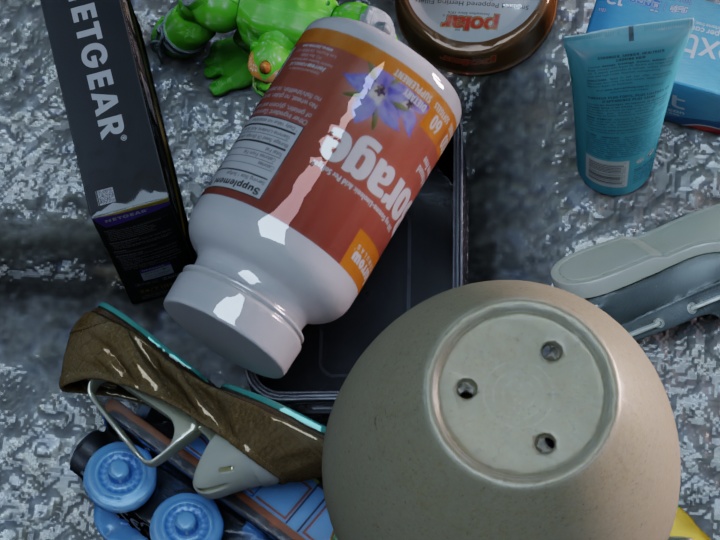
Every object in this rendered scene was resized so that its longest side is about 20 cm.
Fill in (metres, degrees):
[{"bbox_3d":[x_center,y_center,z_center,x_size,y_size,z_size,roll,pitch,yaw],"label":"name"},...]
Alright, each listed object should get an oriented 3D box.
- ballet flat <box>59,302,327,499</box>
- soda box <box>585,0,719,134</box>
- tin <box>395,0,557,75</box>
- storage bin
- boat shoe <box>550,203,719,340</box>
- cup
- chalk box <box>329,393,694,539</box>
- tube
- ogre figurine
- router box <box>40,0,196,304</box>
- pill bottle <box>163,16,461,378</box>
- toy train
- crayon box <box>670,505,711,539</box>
[{"bbox_3d":[-0.100,0.092,1.464,0.199,0.068,0.073,28,77,16],"label":"ballet flat"},{"bbox_3d":[0.244,-0.127,1.586,0.199,0.068,0.065,16,73,10],"label":"soda box"},{"bbox_3d":[0.082,-0.231,1.655,0.111,0.042,0.201,3,70,10],"label":"tin"},{"bbox_3d":[0.000,0.000,1.548,0.134,0.094,0.201,0,71,4],"label":"storage bin"},{"bbox_3d":[0.220,0.002,1.557,0.199,0.073,0.062,-15,113,-8],"label":"boat shoe"},{"bbox_3d":[0.079,0.085,1.285,0.199,0.143,0.202,0,69,-1],"label":"cup"},{"bbox_3d":[0.090,0.148,1.402,0.199,0.125,0.125,15,70,6],"label":"chalk box"},{"bbox_3d":[0.162,-0.106,1.515,0.077,0.200,0.051,-13,70,-2],"label":"tube"},{"bbox_3d":[-0.046,-0.151,1.591,0.199,0.120,0.098,34,76,16],"label":"ogre figurine"},{"bbox_3d":[-0.156,-0.099,1.562,0.052,0.157,0.201,-15,69,-1],"label":"router box"},{"bbox_3d":[-0.032,-0.042,1.457,0.112,0.112,0.201,27,75,13],"label":"pill bottle"},{"bbox_3d":[-0.084,0.145,1.510,0.200,0.087,0.114,34,67,18],"label":"toy train"},{"bbox_3d":[0.179,0.218,1.471,0.119,0.058,0.200,-42,72,-11],"label":"crayon box"}]
